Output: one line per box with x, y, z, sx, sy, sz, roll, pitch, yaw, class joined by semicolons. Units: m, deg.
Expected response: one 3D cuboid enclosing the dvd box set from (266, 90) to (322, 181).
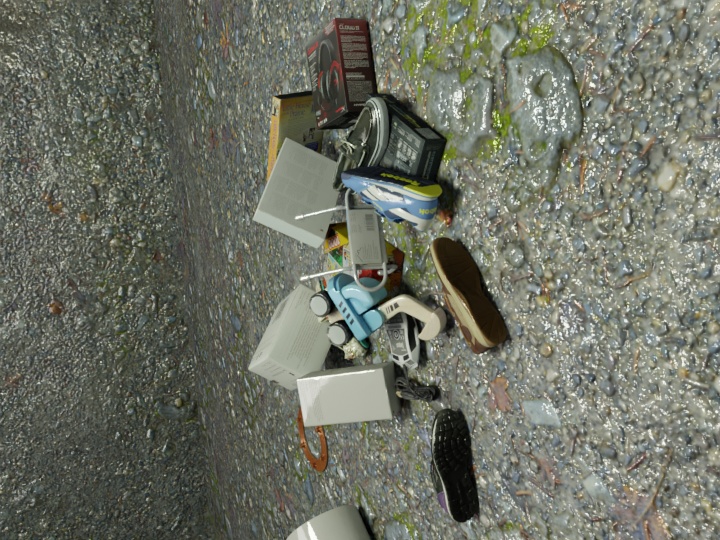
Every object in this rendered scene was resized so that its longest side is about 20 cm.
-0.146;-0.306;1.296;0.029;0.146;0.201;32;129;30;dvd box set

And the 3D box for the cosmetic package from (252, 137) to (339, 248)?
-0.125;-0.166;1.207;0.052;0.150;0.201;-46;25;57;cosmetic package

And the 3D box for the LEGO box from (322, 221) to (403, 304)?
0.000;0.000;1.191;0.200;0.077;0.150;38;130;51;LEGO box

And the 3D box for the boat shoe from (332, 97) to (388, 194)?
-0.004;-0.218;1.030;0.072;0.071;0.201;56;143;37;boat shoe

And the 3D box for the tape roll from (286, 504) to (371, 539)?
-0.070;0.698;1.402;0.139;0.202;0.203;60;145;34;tape roll

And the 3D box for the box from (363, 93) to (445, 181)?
0.063;-0.212;1.039;0.200;0.051;0.158;51;140;41;box

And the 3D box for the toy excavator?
0.032;0.070;1.041;0.200;0.100;0.195;-36;85;31;toy excavator

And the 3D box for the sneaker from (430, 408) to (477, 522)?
0.150;0.348;1.031;0.087;0.075;0.201;180;81;-67;sneaker

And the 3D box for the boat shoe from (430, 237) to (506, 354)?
0.161;0.042;0.921;0.201;0.072;0.072;62;146;19;boat shoe

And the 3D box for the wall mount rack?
-0.025;-0.052;1.030;0.075;0.173;0.201;139;127;-69;wall mount rack

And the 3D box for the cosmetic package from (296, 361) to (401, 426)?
-0.024;0.261;1.195;0.199;0.085;0.108;-9;89;18;cosmetic package

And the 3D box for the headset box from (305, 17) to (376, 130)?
-0.042;-0.403;1.148;0.148;0.075;0.201;-1;97;62;headset box

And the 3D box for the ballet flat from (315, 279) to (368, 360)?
-0.058;0.117;1.287;0.064;0.076;0.201;-36;79;14;ballet flat

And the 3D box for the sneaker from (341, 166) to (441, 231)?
0.044;-0.126;0.969;0.199;0.074;0.083;26;129;35;sneaker

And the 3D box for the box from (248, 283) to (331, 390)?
-0.157;0.168;1.378;0.199;0.130;0.201;-37;27;61;box

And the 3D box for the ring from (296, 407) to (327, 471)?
-0.148;0.495;1.676;0.200;0.019;0.202;26;121;56;ring

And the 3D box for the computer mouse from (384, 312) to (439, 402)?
0.094;0.153;1.102;0.109;0.044;0.201;-9;92;56;computer mouse
